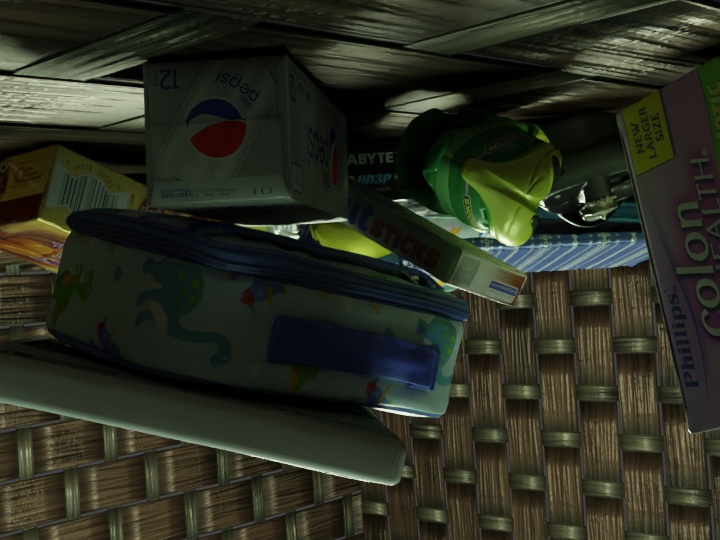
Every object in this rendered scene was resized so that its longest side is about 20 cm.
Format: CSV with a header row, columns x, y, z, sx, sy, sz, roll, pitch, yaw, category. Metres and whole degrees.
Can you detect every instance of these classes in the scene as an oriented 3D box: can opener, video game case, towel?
x,y,z,sx,sy,sz,roll,pitch,yaw,category
0.200,-0.080,0.723,0.197,0.080,0.063,-13,167,6,can opener
0.199,-0.036,0.892,0.196,0.018,0.143,3,174,0,video game case
0.135,-0.017,0.872,0.196,0.024,0.145,-3,173,-2,towel
-0.084,0.066,0.566,0.197,0.024,0.182,13,177,-5,video game case

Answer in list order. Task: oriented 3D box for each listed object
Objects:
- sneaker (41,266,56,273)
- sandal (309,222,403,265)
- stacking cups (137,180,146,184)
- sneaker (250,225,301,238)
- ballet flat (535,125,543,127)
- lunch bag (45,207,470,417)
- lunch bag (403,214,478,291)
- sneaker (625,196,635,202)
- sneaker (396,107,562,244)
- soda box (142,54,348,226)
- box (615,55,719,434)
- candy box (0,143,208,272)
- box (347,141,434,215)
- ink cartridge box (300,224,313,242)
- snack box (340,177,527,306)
x,y,z,sx,sy,sz,roll,pitch,yaw,category
-0.205,-0.033,0.995,0.197,0.085,0.074,1,171,27,sneaker
0.000,0.000,0.857,0.078,0.089,0.200,-6,-174,4,sandal
-0.272,-0.050,0.920,0.197,0.062,0.060,-10,-179,-16,stacking cups
-0.097,-0.054,0.891,0.089,0.080,0.200,3,172,-10,sneaker
0.193,-0.075,0.803,0.196,0.072,0.071,-4,180,-7,ballet flat
-0.048,0.023,0.593,0.198,0.084,0.160,14,180,-43,lunch bag
0.025,-0.033,1.173,0.168,0.124,0.199,-1,169,-36,lunch bag
0.246,-0.071,0.938,0.196,0.081,0.095,-4,177,-12,sneaker
0.064,-0.066,0.659,0.083,0.075,0.200,27,-175,-3,sneaker
-0.051,-0.059,0.576,0.067,0.065,0.200,-3,180,6,soda box
0.257,-0.018,0.607,0.197,0.179,0.096,-3,167,-32,box
-0.167,-0.020,0.804,0.116,0.057,0.198,-5,159,46,candy box
0.027,-0.071,0.914,0.156,0.047,0.200,-4,179,-8,box
-0.112,0.017,1.001,0.197,0.202,0.041,2,148,26,ink cartridge box
0.010,-0.034,0.705,0.071,0.025,0.199,17,-169,-48,snack box
